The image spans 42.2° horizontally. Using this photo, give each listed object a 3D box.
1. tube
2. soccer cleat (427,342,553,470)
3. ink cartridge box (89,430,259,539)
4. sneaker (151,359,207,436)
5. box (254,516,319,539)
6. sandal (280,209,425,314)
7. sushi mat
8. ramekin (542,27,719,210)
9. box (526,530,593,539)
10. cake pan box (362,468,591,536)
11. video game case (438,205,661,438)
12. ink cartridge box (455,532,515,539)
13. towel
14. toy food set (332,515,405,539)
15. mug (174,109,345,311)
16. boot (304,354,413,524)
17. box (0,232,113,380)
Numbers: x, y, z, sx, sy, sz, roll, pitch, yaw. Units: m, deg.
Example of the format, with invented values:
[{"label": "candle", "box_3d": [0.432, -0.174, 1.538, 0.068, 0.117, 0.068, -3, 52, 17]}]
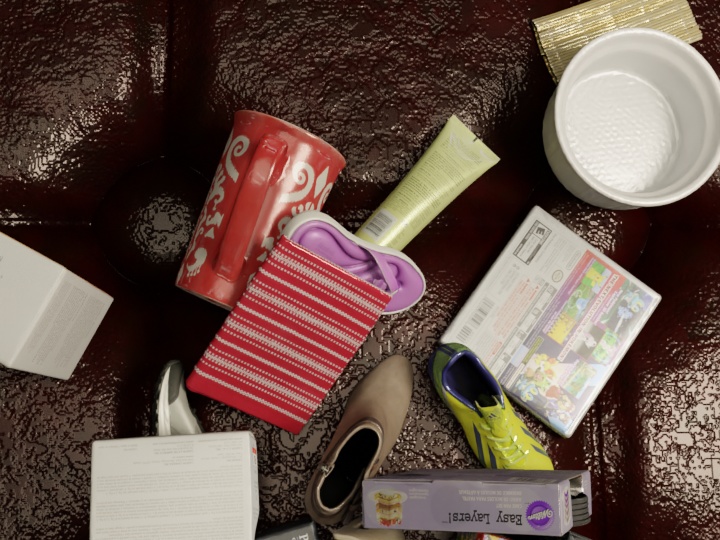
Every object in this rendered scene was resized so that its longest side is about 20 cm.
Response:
[{"label": "tube", "box_3d": [0.072, -0.086, 1.077, 0.200, 0.052, 0.058, -47, 130, -13]}, {"label": "soccer cleat", "box_3d": [0.143, 0.164, 1.007, 0.065, 0.084, 0.201, -38, 94, -12]}, {"label": "ink cartridge box", "box_3d": [-0.180, 0.263, 0.910, 0.161, 0.050, 0.202, -3, 75, 1]}, {"label": "sneaker", "box_3d": [-0.181, 0.195, 1.002, 0.079, 0.074, 0.202, -9, 86, -14]}, {"label": "box", "box_3d": [-0.123, 0.354, 0.951, 0.199, 0.107, 0.150, -16, 80, -7]}, {"label": "sandal", "box_3d": [-0.004, 0.006, 1.001, 0.202, 0.050, 0.083, 27, 109, -37]}, {"label": "sushi mat", "box_3d": [0.314, -0.295, 1.144, 0.199, 0.012, 0.096, -20, 82, -7]}, {"label": "ramekin", "box_3d": [0.306, -0.164, 1.070, 0.199, 0.098, 0.202, 1, 83, -5]}, {"label": "box", "box_3d": [0.182, 0.335, 0.924, 0.046, 0.200, 0.160, 20, 79, 4]}, {"label": "cake pan box", "box_3d": [0.124, 0.224, 0.919, 0.198, 0.184, 0.053, -4, 82, 20]}, {"label": "video game case", "box_3d": [0.217, 0.057, 1.069, 0.182, 0.023, 0.200, 36, 79, 4]}, {"label": "ink cartridge box", "box_3d": [0.123, 0.316, 0.924, 0.050, 0.200, 0.110, 17, 79, 0]}, {"label": "towel", "box_3d": [-0.076, 0.073, 0.981, 0.144, 0.023, 0.201, 28, 107, -24]}, {"label": "toy food set", "box_3d": [0.016, 0.355, 0.942, 0.060, 0.143, 0.202, -11, 81, 12]}, {"label": "mug", "box_3d": [-0.124, -0.061, 1.002, 0.133, 0.177, 0.201, 19, 83, 28]}, {"label": "boot", "box_3d": [0.006, 0.172, 0.972, 0.070, 0.146, 0.201, 25, 79, 4]}, {"label": "box", "box_3d": [-0.362, 0.025, 0.951, 0.152, 0.200, 0.107, 28, 80, 2]}]
